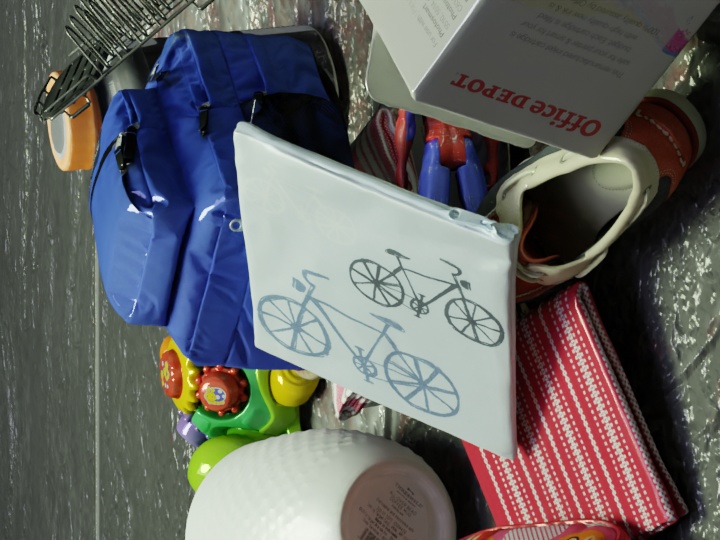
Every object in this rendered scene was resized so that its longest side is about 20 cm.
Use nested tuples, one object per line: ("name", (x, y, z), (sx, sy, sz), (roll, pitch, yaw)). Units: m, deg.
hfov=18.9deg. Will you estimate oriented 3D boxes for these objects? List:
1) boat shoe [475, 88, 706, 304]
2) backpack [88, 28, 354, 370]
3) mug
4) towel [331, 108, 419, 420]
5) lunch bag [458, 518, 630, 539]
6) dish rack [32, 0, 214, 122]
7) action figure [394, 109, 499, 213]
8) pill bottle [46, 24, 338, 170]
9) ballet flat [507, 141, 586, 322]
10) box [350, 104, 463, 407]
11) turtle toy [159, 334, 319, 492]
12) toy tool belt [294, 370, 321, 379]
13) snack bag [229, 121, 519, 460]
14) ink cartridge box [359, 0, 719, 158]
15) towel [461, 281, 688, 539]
("boat shoe", (0.107, -0.028, 1.162), (0.071, 0.063, 0.200), (47, 141, -3))
("backpack", (-0.088, -0.062, 1.383), (0.201, 0.167, 0.163), (-102, 28, -45))
("mug", (-0.003, 0.200, 1.466), (0.200, 0.148, 0.175), (55, 151, -9))
("towel", (0.000, 0.000, 1.417), (0.200, 0.030, 0.147), (130, 131, -60))
("lunch bag", (0.060, 0.225, 1.191), (0.176, 0.200, 0.082), (-11, 117, 50))
("dish rack", (-0.145, -0.182, 1.424), (0.055, 0.200, 0.154), (48, -167, -15))
("action figure", (0.054, -0.062, 1.308), (0.052, 0.065, 0.201), (104, 163, -78))
("pill bottle", (-0.123, -0.117, 1.558), (0.106, 0.199, 0.107), (173, 90, -70))
("ballet flat", (0.099, -0.039, 1.239), (0.067, 0.046, 0.201), (45, 142, 52))
("box", (0.019, -0.010, 1.458), (0.200, 0.041, 0.157), (133, 128, -60))
("turtle toy", (-0.100, 0.097, 1.693), (0.146, 0.100, 0.201), (123, 135, -57))
("toy tool belt", (-0.102, 0.005, 1.591), (0.200, 0.122, 0.125), (56, 131, 27))
("snack bag", (0.009, 0.009, 1.234), (0.188, 0.021, 0.201), (23, 143, 23))
("ink cartridge box", (0.089, -0.161, 1.050), (0.200, 0.128, 0.126), (-52, 43, 26))
("towel", (0.113, 0.101, 1.256), (0.145, 0.022, 0.200), (67, 154, 10))
